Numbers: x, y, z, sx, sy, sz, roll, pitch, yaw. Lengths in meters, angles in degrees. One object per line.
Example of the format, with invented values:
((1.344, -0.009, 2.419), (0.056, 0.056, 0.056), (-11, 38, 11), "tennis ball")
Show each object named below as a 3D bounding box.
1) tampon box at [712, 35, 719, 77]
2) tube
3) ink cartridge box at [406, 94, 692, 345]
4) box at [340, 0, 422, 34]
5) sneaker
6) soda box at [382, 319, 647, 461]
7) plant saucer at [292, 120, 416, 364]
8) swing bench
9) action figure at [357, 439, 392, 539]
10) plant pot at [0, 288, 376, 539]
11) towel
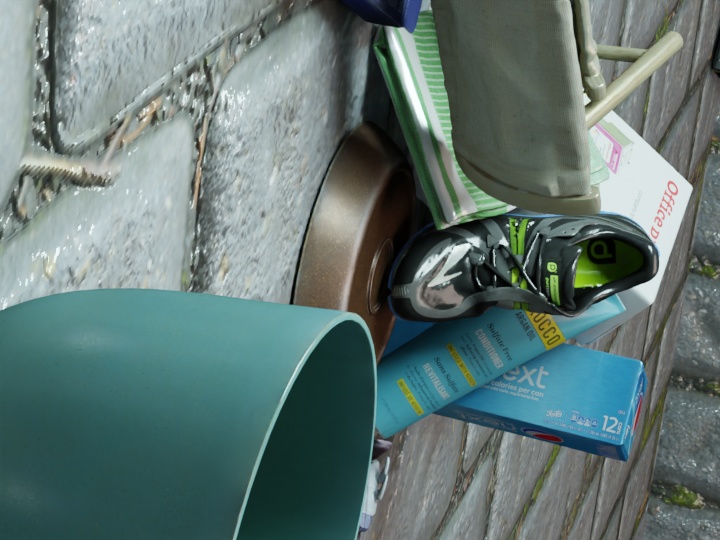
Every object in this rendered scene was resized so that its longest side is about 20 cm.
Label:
((0.652, -0.355, 3.421), (0.200, 0.149, 0.127), (4, 101, -76), "tampon box")
((0.089, 0.050, 1.557), (0.078, 0.199, 0.050), (56, 5, -28), "tube")
((0.143, -0.065, 1.611), (0.084, 0.200, 0.145), (-34, -159, 42), "ink cartridge box")
((0.012, -0.221, 1.314), (0.200, 0.032, 0.122), (19, 83, -74), "box")
((0.114, -0.004, 1.483), (0.083, 0.198, 0.071), (-146, -131, -73), "sneaker")
((0.113, 0.084, 1.631), (0.064, 0.198, 0.068), (57, 48, -71), "soda box")
((0.000, 0.000, 1.462), (0.200, 0.034, 0.202), (12, 90, -75), "plant saucer")
((0.111, -0.176, 1.372), (0.200, 0.129, 0.200), (-58, 147, -43), "swing bench")
((-0.024, 0.206, 1.426), (0.129, 0.069, 0.202), (18, 69, -35), "action figure")
((-0.100, 0.098, 0.901), (0.200, 0.160, 0.202), (13, 90, -76), "plant pot")
((0.093, -0.114, 1.495), (0.199, 0.023, 0.154), (-17, 86, -50), "towel")
